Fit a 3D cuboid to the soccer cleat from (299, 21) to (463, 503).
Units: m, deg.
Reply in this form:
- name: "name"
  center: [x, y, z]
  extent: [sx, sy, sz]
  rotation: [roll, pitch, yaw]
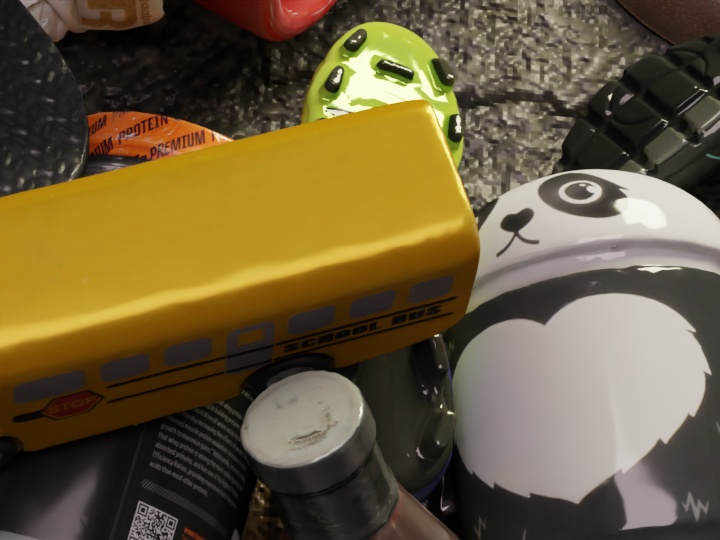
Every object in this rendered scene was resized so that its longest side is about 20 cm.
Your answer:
- name: "soccer cleat"
  center: [-0.001, 0.000, 0.810]
  extent: [0.065, 0.084, 0.200]
  rotation: [10, 60, -16]

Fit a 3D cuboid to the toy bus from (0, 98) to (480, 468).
- name: "toy bus"
  center: [-0.067, 0.007, 0.711]
  extent: [0.200, 0.078, 0.065]
  rotation: [-14, 67, -11]

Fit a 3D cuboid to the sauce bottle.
- name: "sauce bottle"
  center: [0.009, 0.116, 0.738]
  extent: [0.066, 0.200, 0.066]
  rotation: [-12, 44, 12]

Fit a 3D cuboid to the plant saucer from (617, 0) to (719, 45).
- name: "plant saucer"
  center: [0.189, -0.179, 0.979]
  extent: [0.200, 0.032, 0.201]
  rotation: [2, 67, -4]

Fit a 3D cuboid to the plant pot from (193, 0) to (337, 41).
- name: "plant pot"
  center: [-0.058, -0.214, 0.825]
  extent: [0.182, 0.200, 0.201]
  rotation: [31, 67, 9]

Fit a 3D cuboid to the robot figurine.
- name: "robot figurine"
  center: [0.092, 0.060, 0.810]
  extent: [0.150, 0.125, 0.200]
  rotation: [-1, 66, -14]

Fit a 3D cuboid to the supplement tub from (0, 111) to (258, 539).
- name: "supplement tub"
  center: [-0.093, 0.051, 0.799]
  extent: [0.122, 0.123, 0.200]
  rotation: [15, 66, 2]

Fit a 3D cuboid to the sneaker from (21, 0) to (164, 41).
- name: "sneaker"
  center: [-0.140, -0.105, 0.891]
  extent: [0.115, 0.074, 0.200]
  rotation: [10, 64, 3]

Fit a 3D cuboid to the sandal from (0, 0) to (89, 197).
- name: "sandal"
  center: [-0.147, -0.069, 0.809]
  extent: [0.075, 0.048, 0.201]
  rotation: [-15, 49, -13]

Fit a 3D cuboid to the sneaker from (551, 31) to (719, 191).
- name: "sneaker"
  center: [0.169, -0.068, 0.902]
  extent: [0.200, 0.079, 0.075]
  rotation: [-38, 32, 1]
